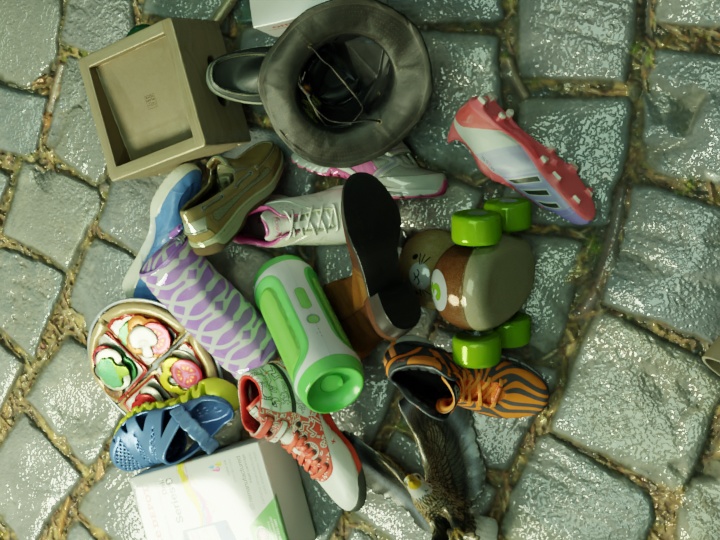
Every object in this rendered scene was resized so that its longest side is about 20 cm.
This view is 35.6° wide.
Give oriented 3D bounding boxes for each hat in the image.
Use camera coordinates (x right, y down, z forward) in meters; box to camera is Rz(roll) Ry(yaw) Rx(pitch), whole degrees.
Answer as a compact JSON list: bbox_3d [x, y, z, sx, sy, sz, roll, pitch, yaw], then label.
[{"bbox_3d":[-0.013,-0.219,1.260,0.198,0.081,0.203,2,119,4],"label":"hat"}]

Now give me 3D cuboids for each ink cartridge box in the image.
[{"bbox_3d":[-0.053,-0.309,1.277,0.115,0.200,0.069,-10,87,21],"label":"ink cartridge box"},{"bbox_3d":[-0.174,0.300,1.418,0.198,0.087,0.147,-17,87,23],"label":"ink cartridge box"}]

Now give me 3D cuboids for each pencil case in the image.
[{"bbox_3d":[-0.181,0.041,1.361,0.083,0.086,0.201,-26,114,29],"label":"pencil case"}]

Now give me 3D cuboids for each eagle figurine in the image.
[{"bbox_3d":[0.076,0.249,1.314,0.150,0.152,0.201,-10,51,-16],"label":"eagle figurine"}]

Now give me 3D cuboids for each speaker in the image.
[{"bbox_3d":[-0.063,0.072,1.317,0.089,0.088,0.201,-47,43,17],"label":"speaker"}]

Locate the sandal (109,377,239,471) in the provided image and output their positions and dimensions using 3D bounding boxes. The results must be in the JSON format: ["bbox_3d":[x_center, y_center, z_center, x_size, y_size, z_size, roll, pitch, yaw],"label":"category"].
[{"bbox_3d":[-0.239,0.207,1.401,0.199,0.088,0.079,-30,124,25],"label":"sandal"}]

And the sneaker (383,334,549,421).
[{"bbox_3d":[0.119,0.138,1.258,0.197,0.112,0.078,13,105,-2],"label":"sneaker"}]

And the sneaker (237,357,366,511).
[{"bbox_3d":[-0.075,0.199,1.317,0.067,0.107,0.203,-41,66,43],"label":"sneaker"}]

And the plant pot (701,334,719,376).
[{"bbox_3d":[0.475,0.051,1.118,0.186,0.187,0.201,32,89,17],"label":"plant pot"}]

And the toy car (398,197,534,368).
[{"bbox_3d":[0.086,0.004,1.278,0.198,0.157,0.166,7,106,32],"label":"toy car"}]

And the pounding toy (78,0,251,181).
[{"bbox_3d":[-0.227,-0.238,1.400,0.182,0.142,0.202,-15,91,29],"label":"pounding toy"}]

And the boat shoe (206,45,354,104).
[{"bbox_3d":[-0.083,-0.237,1.323,0.197,0.068,0.073,0,85,-5],"label":"boat shoe"}]

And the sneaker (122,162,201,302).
[{"bbox_3d":[-0.221,-0.027,1.422,0.111,0.077,0.201,33,106,21],"label":"sneaker"}]

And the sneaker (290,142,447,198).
[{"bbox_3d":[0.014,-0.140,1.324,0.198,0.081,0.089,21,102,18],"label":"sneaker"}]

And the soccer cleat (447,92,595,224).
[{"bbox_3d":[0.183,-0.116,1.275,0.200,0.067,0.077,46,125,13],"label":"soccer cleat"}]

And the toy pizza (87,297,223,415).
[{"bbox_3d":[-0.268,0.129,1.436,0.198,0.032,0.202,10,119,18],"label":"toy pizza"}]

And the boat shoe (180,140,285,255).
[{"bbox_3d":[-0.151,-0.106,1.330,0.071,0.201,0.077,-9,124,29],"label":"boat shoe"}]

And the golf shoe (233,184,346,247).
[{"bbox_3d":[-0.067,-0.057,1.352,0.198,0.091,0.076,-6,102,21],"label":"golf shoe"}]

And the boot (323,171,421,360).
[{"bbox_3d":[0.000,0.000,1.304,0.068,0.200,0.190,-22,85,-21],"label":"boot"}]
